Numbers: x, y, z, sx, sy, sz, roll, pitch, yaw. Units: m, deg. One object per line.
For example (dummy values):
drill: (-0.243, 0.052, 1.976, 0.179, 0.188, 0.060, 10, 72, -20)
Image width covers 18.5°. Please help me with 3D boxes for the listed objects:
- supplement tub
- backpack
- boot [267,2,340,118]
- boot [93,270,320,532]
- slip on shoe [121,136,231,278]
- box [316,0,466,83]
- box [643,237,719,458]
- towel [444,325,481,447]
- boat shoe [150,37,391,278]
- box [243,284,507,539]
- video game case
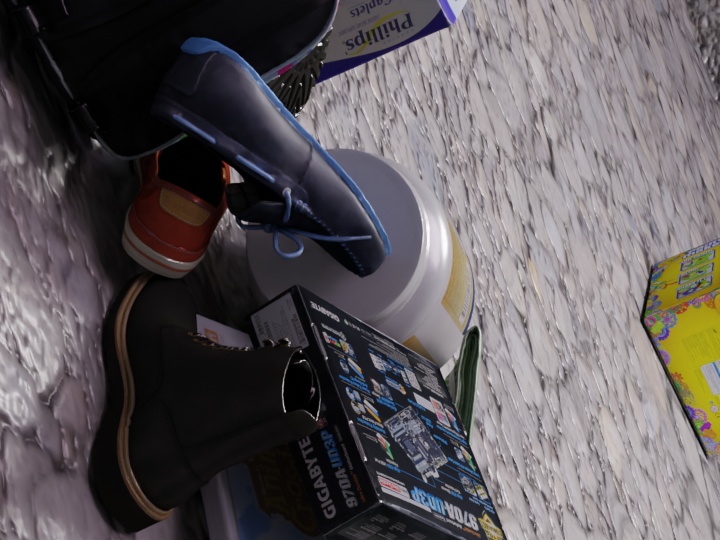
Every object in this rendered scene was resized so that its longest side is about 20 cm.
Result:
supplement tub: (0.000, 0.000, 1.549, 0.200, 0.143, 0.146, 53, 19, -73)
backpack: (-0.118, -0.188, 1.420, 0.178, 0.199, 0.151, 59, 1, -18)
boot: (-0.110, -0.204, 1.557, 0.199, 0.183, 0.072, 31, 18, 23)
boot: (-0.081, 0.057, 1.333, 0.078, 0.138, 0.201, 49, 25, -37)
slip on shoe: (-0.113, -0.065, 1.458, 0.074, 0.061, 0.200, 28, 24, -10)
box: (-0.013, -0.231, 1.763, 0.106, 0.183, 0.200, 63, 19, -15)
box: (0.449, 0.089, 2.740, 0.201, 0.121, 0.193, 62, 19, -14)
towel: (0.060, 0.138, 1.597, 0.200, 0.023, 0.154, 102, -4, -74)
boat shoe: (-0.062, -0.059, 1.389, 0.200, 0.069, 0.084, 46, -15, -25)
box: (0.016, 0.111, 1.406, 0.200, 0.046, 0.160, 32, 32, -56)
video game case: (-0.032, 0.132, 1.433, 0.181, 0.022, 0.201, 23, 37, -35)
